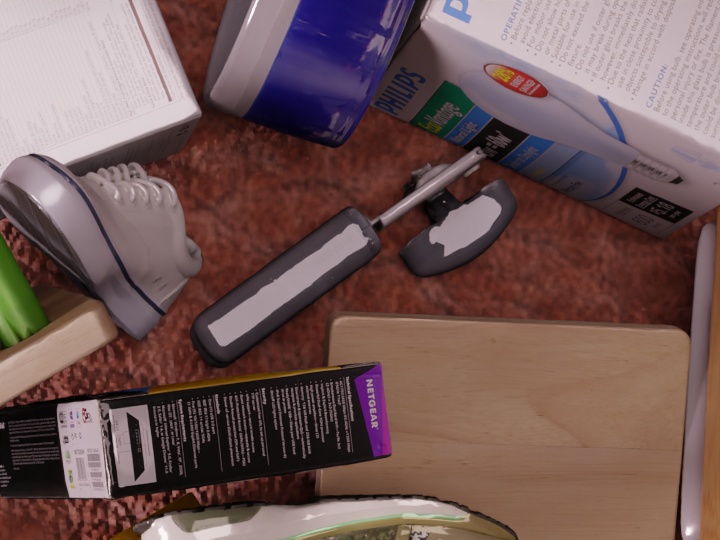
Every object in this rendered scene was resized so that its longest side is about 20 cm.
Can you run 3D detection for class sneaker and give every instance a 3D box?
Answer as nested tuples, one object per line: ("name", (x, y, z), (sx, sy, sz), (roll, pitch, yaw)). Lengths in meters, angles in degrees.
("sneaker", (-0.016, 0.161, 1.312), (0.199, 0.077, 0.089), (-3, 87, -4))
("sneaker", (-0.135, -0.028, 1.337), (0.073, 0.200, 0.071), (37, 82, 17))

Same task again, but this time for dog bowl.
("dog bowl", (-0.016, -0.171, 1.372), (0.078, 0.200, 0.201), (20, 79, -9))

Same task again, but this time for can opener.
("can opener", (0.000, 0.000, 1.426), (0.200, 0.053, 0.067), (-36, 88, -12))

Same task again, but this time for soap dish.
("soap dish", (0.253, 0.072, 1.411), (0.157, 0.081, 0.201), (15, 75, -46))

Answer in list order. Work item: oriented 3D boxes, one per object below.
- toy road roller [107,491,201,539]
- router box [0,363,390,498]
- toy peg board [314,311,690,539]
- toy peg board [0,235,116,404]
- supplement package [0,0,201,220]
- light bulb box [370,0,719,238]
("toy road roller", (-0.143, 0.221, 1.352), (0.200, 0.146, 0.123), (-28, 86, -50))
("router box", (-0.092, 0.084, 1.303), (0.148, 0.200, 0.051), (-6, 88, -24))
("toy peg board", (0.069, 0.121, 1.413), (0.199, 0.098, 0.200), (3, 97, -9))
("toy peg board", (-0.248, 0.034, 1.288), (0.199, 0.199, 0.098), (-30, 100, -13))
("supplement package", (-0.203, -0.090, 1.374), (0.199, 0.110, 0.114), (-21, 86, -12))
("light bulb box", (0.126, -0.127, 1.391), (0.199, 0.198, 0.125), (24, 78, -5))
